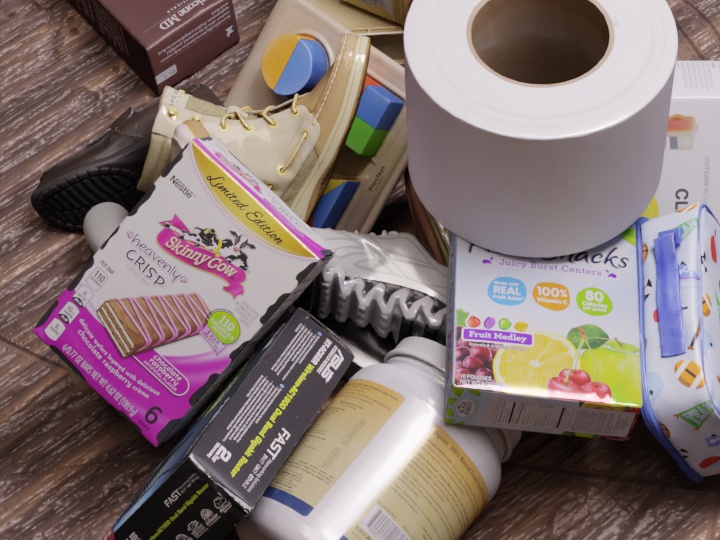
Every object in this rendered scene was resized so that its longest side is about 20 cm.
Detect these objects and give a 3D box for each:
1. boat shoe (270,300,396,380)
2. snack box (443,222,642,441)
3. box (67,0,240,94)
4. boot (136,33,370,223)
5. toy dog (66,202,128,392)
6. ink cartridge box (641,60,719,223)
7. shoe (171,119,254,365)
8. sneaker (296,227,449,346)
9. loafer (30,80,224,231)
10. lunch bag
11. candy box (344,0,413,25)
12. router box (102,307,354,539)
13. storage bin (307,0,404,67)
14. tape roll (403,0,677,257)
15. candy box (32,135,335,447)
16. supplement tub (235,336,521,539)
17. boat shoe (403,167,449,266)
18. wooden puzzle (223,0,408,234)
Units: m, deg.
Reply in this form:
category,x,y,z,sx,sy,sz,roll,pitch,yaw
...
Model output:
category,x,y,z,sx,sy,sz,roll,pitch,yaw
boat shoe,-0.035,0.030,1.532,0.199,0.074,0.060,32,70,10
snack box,0.137,0.025,1.404,0.141,0.053,0.201,7,53,-3
box,-0.214,-0.269,1.750,0.100,0.075,0.200,-36,64,-17
boot,-0.088,-0.125,1.525,0.155,0.201,0.073,24,22,-1
toy dog,-0.193,0.037,1.562,0.131,0.097,0.201,0,45,14
ink cartridge box,0.225,-0.095,1.547,0.199,0.146,0.084,0,27,6
shoe,-0.128,-0.019,1.473,0.053,0.070,0.201,-12,94,-24
sneaker,0.000,0.000,1.476,0.199,0.075,0.081,24,62,1
loafer,-0.198,-0.101,1.631,0.199,0.073,0.072,-24,44,12
lunch bag,0.261,0.051,1.450,0.075,0.160,0.201,-15,54,26
candy box,0.090,-0.257,1.614,0.199,0.055,0.116,26,64,19
router box,-0.101,0.137,1.397,0.062,0.150,0.200,41,39,-5
storage bin,0.028,-0.266,1.714,0.197,0.094,0.201,-3,58,4
tape roll,0.132,-0.130,1.394,0.201,0.139,0.204,-2,53,3
candy box,-0.135,0.016,1.421,0.136,0.061,0.200,42,102,4
supplement tub,0.017,0.163,1.415,0.144,0.145,0.200,33,66,23
boat shoe,0.073,-0.010,1.557,0.072,0.068,0.201,7,53,-43
wooden puzzle,-0.048,-0.119,1.597,0.200,0.046,0.186,38,109,27
